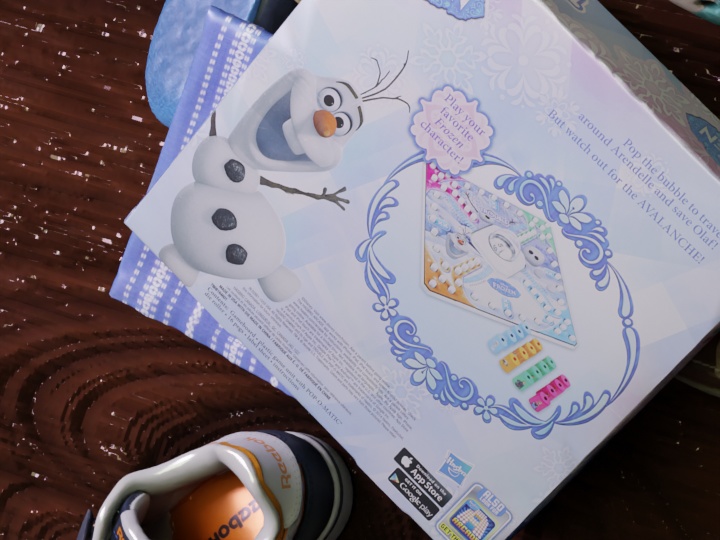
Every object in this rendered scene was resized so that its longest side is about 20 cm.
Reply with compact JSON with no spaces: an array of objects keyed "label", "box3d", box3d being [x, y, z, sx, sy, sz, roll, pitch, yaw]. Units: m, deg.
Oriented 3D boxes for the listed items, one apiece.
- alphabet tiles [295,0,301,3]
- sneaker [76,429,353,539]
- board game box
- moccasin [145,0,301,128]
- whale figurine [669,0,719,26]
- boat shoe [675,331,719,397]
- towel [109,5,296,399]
[{"label":"alphabet tiles","box3d":[0.039,-0.183,1.147,0.200,0.166,0.006,-40,32,14]},{"label":"sneaker","box3d":[-0.095,0.139,1.186,0.200,0.079,0.078,-48,64,12]},{"label":"board game box","box3d":[0.038,-0.019,1.080,0.200,0.043,0.199,45,122,6]},{"label":"moccasin","box3d":[-0.033,-0.149,1.221,0.080,0.068,0.200,28,92,36]},{"label":"whale figurine","box3d":[0.181,-0.179,1.056,0.104,0.159,0.200,28,77,-9]},{"label":"boat shoe","box3d":[0.176,0.020,1.077,0.199,0.072,0.076,13,86,28]},{"label":"towel","box3d":[0.000,0.000,1.139,0.200,0.024,0.145,30,120,13]}]
